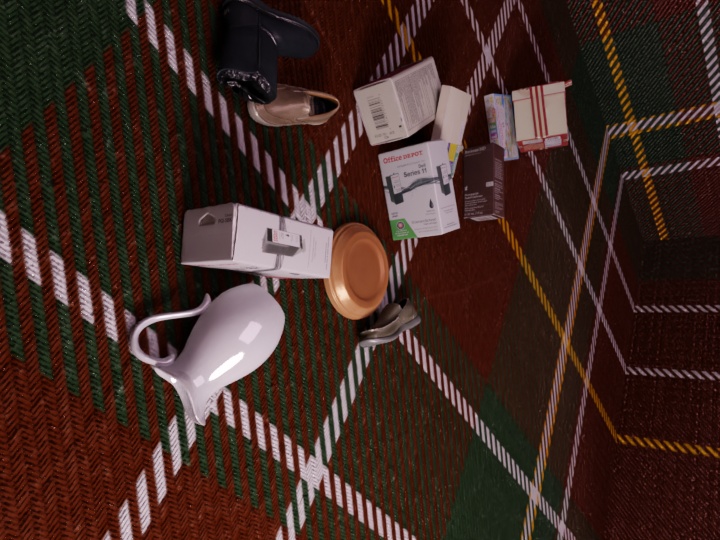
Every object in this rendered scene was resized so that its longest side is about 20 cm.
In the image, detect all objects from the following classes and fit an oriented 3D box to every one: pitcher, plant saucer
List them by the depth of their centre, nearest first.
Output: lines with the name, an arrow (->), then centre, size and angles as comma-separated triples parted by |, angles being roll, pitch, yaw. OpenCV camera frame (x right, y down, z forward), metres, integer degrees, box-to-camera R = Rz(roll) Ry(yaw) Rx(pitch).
pitcher -> -0.223, 0.097, 0.810 | 0.173, 0.120, 0.200 | 51, 61, -15
plant saucer -> 0.000, 0.000, 1.134 | 0.198, 0.037, 0.205 | 4, 84, -50

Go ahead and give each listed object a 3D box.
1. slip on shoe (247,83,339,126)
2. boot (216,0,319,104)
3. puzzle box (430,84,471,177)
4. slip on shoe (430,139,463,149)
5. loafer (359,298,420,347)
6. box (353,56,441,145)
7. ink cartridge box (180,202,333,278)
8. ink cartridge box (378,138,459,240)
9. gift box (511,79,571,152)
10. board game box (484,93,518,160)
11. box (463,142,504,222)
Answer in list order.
slip on shoe -> -0.119, -0.304, 0.995 | 0.198, 0.060, 0.078 | -9, 94, -50
boot -> -0.155, -0.362, 0.933 | 0.197, 0.076, 0.172 | 11, 71, -42
puzzle box -> 0.207, -0.323, 1.281 | 0.132, 0.025, 0.205 | -12, 116, -58
slip on shoe -> 0.193, -0.309, 1.374 | 0.199, 0.074, 0.062 | -28, 84, -46
loafer -> 0.057, 0.112, 1.178 | 0.199, 0.074, 0.071 | -21, 91, -54
box -> 0.094, -0.383, 1.220 | 0.200, 0.107, 0.130 | -41, 118, -44
ink cartridge box -> -0.162, -0.039, 0.857 | 0.198, 0.145, 0.085 | 11, 81, -48
ink cartridge box -> 0.131, -0.181, 1.223 | 0.082, 0.145, 0.205 | -19, 101, -47
gift box -> 0.583, -0.503, 1.728 | 0.200, 0.180, 0.192 | 9, 77, -73
board game box -> 0.448, -0.450, 1.710 | 0.133, 0.034, 0.205 | -17, 100, -50
box -> 0.348, -0.246, 1.524 | 0.074, 0.099, 0.205 | 9, 80, -49
